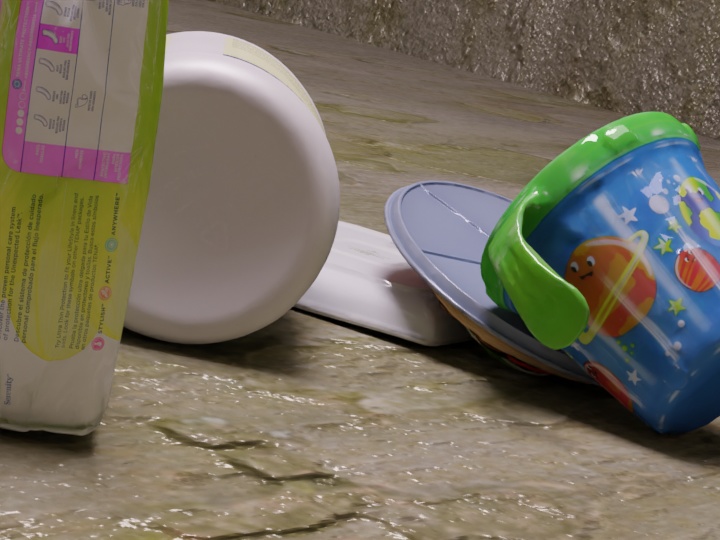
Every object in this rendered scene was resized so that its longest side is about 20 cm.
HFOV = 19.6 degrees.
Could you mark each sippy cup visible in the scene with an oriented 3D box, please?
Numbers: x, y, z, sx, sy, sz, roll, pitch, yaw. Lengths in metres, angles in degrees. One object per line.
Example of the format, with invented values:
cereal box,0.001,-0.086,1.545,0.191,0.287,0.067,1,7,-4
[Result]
sippy cup,0.153,0.010,1.085,0.178,0.140,0.130,-30,64,-19

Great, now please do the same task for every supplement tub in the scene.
supplement tub,-0.086,-0.050,1.099,0.145,0.145,0.200,12,10,-5

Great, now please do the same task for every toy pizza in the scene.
toy pizza,0.099,0.015,1.207,0.200,0.032,0.200,25,23,-11

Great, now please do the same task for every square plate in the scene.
square plate,0.000,0.000,1.271,0.200,0.028,0.198,18,12,25

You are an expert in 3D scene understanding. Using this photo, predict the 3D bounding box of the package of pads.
package of pads,-0.122,-0.045,0.862,0.068,0.200,0.155,7,11,-8
